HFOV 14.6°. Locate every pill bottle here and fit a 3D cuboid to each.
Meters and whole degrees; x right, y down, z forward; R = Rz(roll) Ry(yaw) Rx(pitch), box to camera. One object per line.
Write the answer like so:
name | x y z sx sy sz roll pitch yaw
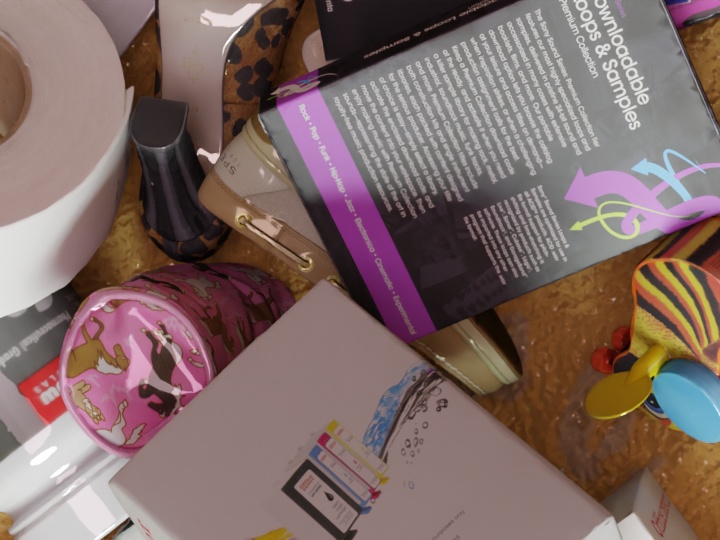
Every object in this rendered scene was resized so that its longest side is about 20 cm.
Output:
pill bottle | -0.187 0.053 1.469 0.114 0.114 0.200 -38 90 10

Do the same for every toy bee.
toy bee | 0.158 0.047 1.422 0.109 0.131 0.201 27 127 34

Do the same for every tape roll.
tape roll | -0.216 -0.069 1.400 0.202 0.203 0.071 16 140 6

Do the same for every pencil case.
pencil case | -0.087 0.043 1.410 0.086 0.200 0.083 20 97 12

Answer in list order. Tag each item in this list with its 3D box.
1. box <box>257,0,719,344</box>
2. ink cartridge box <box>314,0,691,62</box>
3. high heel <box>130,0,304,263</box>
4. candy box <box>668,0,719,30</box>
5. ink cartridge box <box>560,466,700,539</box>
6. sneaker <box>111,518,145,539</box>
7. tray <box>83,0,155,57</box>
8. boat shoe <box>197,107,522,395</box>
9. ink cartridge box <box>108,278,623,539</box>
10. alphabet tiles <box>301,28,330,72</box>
box | 0.070 -0.059 1.351 0.199 0.036 0.143 -22 113 10
ink cartridge box | 0.062 -0.162 1.381 0.199 0.037 0.095 -6 98 33
high heel | -0.067 -0.107 1.476 0.071 0.143 0.200 18 64 14
candy box | 0.125 -0.215 1.425 0.136 0.061 0.201 -18 94 11
ink cartridge box | 0.137 0.204 1.434 0.125 0.129 0.200 -37 89 10
sneaker | -0.138 0.195 1.496 0.200 0.080 0.074 -44 87 8
tray | -0.143 -0.178 1.486 0.107 0.022 0.200 38 100 3
boat shoe | 0.000 0.000 1.435 0.066 0.074 0.200 -42 108 14
ink cartridge box | 0.013 0.138 1.302 0.145 0.147 0.200 -42 55 -12
alphabet tiles | 0.061 -0.114 1.423 0.200 0.015 0.196 -27 89 35
